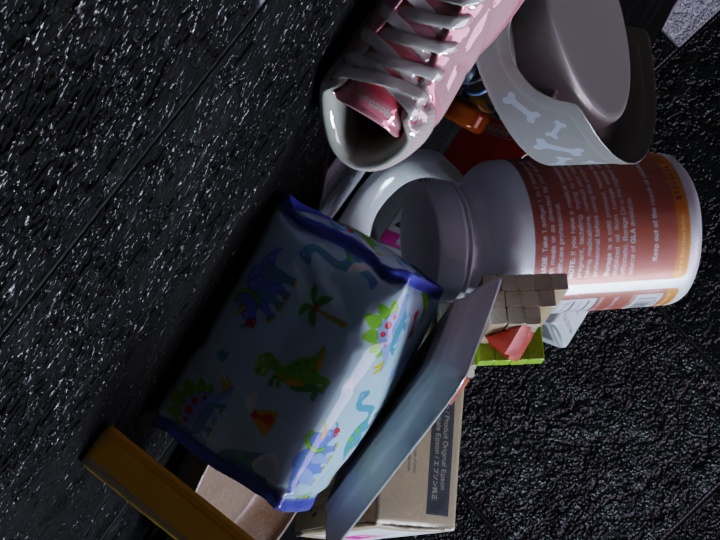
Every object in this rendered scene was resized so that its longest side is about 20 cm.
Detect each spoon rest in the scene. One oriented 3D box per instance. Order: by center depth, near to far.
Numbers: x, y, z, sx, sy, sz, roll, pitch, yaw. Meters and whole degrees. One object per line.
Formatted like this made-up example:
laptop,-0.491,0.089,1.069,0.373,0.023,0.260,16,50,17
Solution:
spoon rest,0.000,0.000,1.380,0.201,0.060,0.099,-59,139,-8

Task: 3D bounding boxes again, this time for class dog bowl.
dog bowl,0.124,-0.159,1.190,0.058,0.202,0.200,-14,-166,26

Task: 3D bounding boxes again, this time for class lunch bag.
lunch bag,-0.028,0.057,1.221,0.171,0.127,0.200,-59,163,3

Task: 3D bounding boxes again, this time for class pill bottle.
pill bottle,0.134,-0.026,1.345,0.112,0.198,0.113,177,-90,-71

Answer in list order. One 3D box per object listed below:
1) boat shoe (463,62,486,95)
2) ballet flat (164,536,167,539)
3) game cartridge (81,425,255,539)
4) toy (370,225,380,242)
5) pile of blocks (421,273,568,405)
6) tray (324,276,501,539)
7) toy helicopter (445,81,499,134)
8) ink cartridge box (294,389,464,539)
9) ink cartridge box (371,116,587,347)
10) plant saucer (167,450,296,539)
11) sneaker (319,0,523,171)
boat shoe,0.067,-0.147,1.234,0.085,0.068,0.200,-61,173,27
ballet flat,-0.146,0.234,1.447,0.070,0.069,0.200,-61,176,25
game cartridge,-0.070,0.173,1.131,0.033,0.199,0.176,-54,172,-9
toy,-0.026,0.071,1.496,0.201,0.047,0.116,116,-34,-48
pile of blocks,0.077,0.060,1.299,0.200,0.081,0.063,-30,-122,54
tray,0.027,0.093,1.225,0.201,0.022,0.108,-56,-175,40
toy helicopter,0.151,-0.111,1.422,0.079,0.199,0.132,-60,-172,7
ink cartridge box,0.014,0.135,1.547,0.200,0.074,0.167,156,-60,-67
ink cartridge box,0.118,-0.047,1.490,0.174,0.199,0.044,-56,145,-19
plant saucer,-0.087,0.150,1.411,0.200,0.036,0.201,-46,152,-34
sneaker,0.038,-0.136,1.066,0.201,0.075,0.105,-59,179,40
